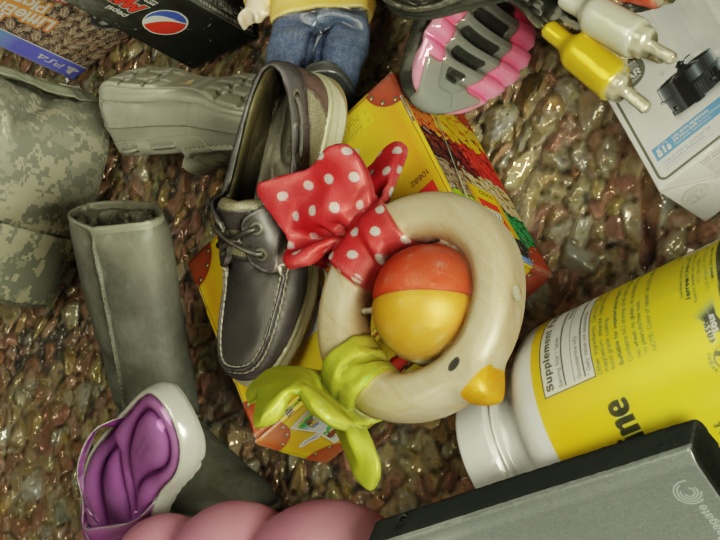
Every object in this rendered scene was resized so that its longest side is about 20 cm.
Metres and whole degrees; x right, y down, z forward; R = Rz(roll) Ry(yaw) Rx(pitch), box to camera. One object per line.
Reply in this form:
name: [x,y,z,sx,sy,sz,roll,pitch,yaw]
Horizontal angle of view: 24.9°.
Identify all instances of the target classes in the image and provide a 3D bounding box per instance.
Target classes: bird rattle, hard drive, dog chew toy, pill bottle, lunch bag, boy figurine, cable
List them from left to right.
lunch bag: [-0.295,-0.078,1.231,0.139,0.199,0.169,36,103,39]
dog chew toy: [-0.064,0.193,0.970,0.199,0.124,0.126,4,78,26]
boy figurine: [-0.021,-0.196,1.112,0.123,0.065,0.201,-2,61,17]
bird rattle: [0.022,0.018,0.905,0.162,0.113,0.201,-6,58,34]
cable: [0.098,-0.163,0.915,0.199,0.050,0.098,26,90,24]
hard drive: [0.120,0.160,0.843,0.199,0.140,0.033,-24,24,33]
pill bottle: [0.153,0.063,0.856,0.199,0.112,0.113,-28,59,31]

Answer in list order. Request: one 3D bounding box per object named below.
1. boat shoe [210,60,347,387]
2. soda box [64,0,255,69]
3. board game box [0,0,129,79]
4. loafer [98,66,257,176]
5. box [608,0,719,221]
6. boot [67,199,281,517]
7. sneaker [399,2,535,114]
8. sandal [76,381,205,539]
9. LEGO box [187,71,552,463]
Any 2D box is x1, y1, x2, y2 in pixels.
boat shoe: [-0.061,-0.031,0.995,0.072,0.065,0.202,7,80,40]
soda box: [-0.165,-0.217,1.161,0.070,0.199,0.064,-20,61,33]
board game box: [-0.220,-0.261,1.251,0.199,0.159,0.097,-32,57,29]
loafer: [-0.105,-0.103,1.172,0.199,0.070,0.070,11,120,37]
box: [0.185,-0.144,0.934,0.116,0.060,0.201,-38,54,24]
boot: [-0.124,0.061,1.068,0.181,0.072,0.202,13,108,42]
sneaker: [0.066,-0.180,1.031,0.095,0.079,0.201,-2,55,48]
sandal: [-0.156,0.135,1.036,0.083,0.050,0.203,57,141,23]
LEGO box: [0.000,0.000,1.030,0.200,0.077,0.150,-41,53,22]
